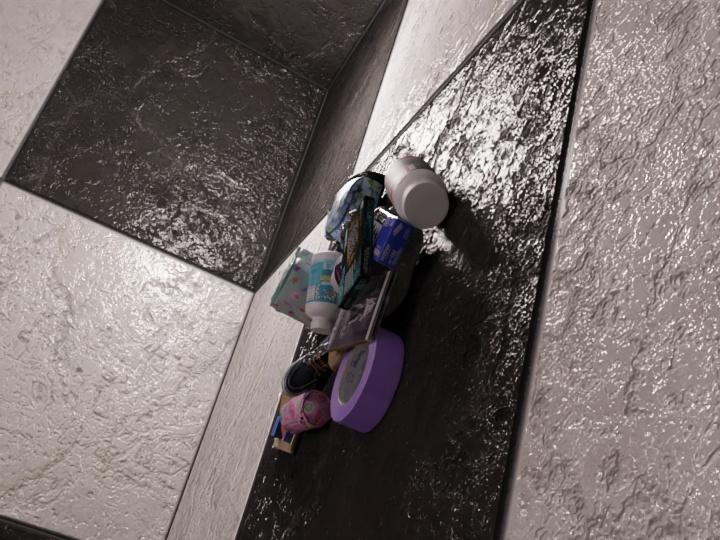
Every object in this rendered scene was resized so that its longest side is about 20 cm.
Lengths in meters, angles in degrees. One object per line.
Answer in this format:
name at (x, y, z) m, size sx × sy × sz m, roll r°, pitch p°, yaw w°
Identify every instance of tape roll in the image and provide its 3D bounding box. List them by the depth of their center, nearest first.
tape roll at (0.011, 0.211, 1.360) m, size 0.202 × 0.064 × 0.202 m, roll -59°, pitch 16°, yaw 28°

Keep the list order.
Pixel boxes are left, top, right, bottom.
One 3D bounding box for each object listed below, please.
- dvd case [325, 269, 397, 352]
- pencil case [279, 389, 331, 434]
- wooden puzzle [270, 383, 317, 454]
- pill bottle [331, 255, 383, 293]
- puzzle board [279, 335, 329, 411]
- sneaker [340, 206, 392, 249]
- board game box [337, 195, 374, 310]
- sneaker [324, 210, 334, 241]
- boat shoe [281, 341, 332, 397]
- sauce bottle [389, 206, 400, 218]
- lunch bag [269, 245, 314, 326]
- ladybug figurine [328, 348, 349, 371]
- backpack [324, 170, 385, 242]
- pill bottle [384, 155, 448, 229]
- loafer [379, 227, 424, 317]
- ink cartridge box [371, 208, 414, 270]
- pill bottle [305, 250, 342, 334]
dvd case at (0.000, 0.086, 1.406) m, size 0.199 × 0.016 × 0.151 m, roll -25°, pitch 41°, yaw 59°
pencil case at (-0.132, 0.338, 1.634) m, size 0.200 × 0.086 × 0.089 m, roll -37°, pitch 32°, yaw 63°
wooden puzzle at (-0.184, 0.381, 1.827) m, size 0.200 × 0.045 × 0.189 m, roll -26°, pitch 43°, yaw 68°
pill bottle at (0.000, 0.000, 1.623) m, size 0.200 × 0.109 × 0.114 m, roll -36°, pitch 33°, yaw 63°
puzzle board at (-0.135, 0.264, 1.792) m, size 0.200 × 0.017 × 0.151 m, roll -46°, pitch 15°, yaw 13°
sneaker at (0.004, -0.109, 1.604) m, size 0.199 × 0.069 × 0.085 m, roll -28°, pitch 69°, yaw 57°
board game box at (-0.008, -0.037, 1.445) m, size 0.136 × 0.028 × 0.204 m, roll 124°, pitch 155°, yaw -52°
sneaker at (-0.078, -0.130, 2.199) m, size 0.200 × 0.075 × 0.087 m, roll -103°, pitch 29°, yaw -77°
boat shoe at (-0.095, 0.212, 1.588) m, size 0.199 × 0.071 × 0.091 m, roll -37°, pitch 0°, yaw -33°
sauce bottle at (0.043, -0.080, 1.665) m, size 0.200 × 0.064 × 0.066 m, roll -44°, pitch 26°, yaw 49°
lunch bag at (-0.153, 0.061, 1.957) m, size 0.202 × 0.167 × 0.123 m, roll -59°, pitch 11°, yaw 31°
ladybug figurine at (-0.007, 0.138, 1.510) m, size 0.203 × 0.071 × 0.136 m, roll -62°, pitch 10°, yaw 17°
backpack at (-0.016, -0.167, 1.915) m, size 0.162 × 0.151 × 0.205 m, roll -13°, pitch 67°, yaw 63°
pill bottle at (0.118, -0.164, 1.443) m, size 0.118 × 0.114 × 0.201 m, roll -61°, pitch 15°, yaw 16°
loafer at (0.078, 0.003, 1.447) m, size 0.203 × 0.069 × 0.070 m, roll -64°, pitch 2°, yaw 2°
ink cartridge box at (0.054, -0.069, 1.423) m, size 0.096 × 0.043 × 0.200 m, roll -64°, pitch 12°, yaw 5°
pill bottle at (-0.085, 0.060, 1.805) m, size 0.111 × 0.108 × 0.205 m, roll 147°, pitch 132°, yaw -64°
